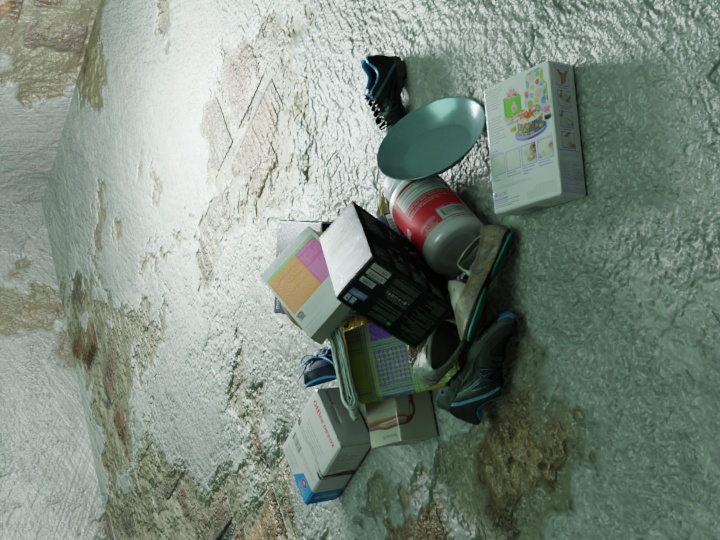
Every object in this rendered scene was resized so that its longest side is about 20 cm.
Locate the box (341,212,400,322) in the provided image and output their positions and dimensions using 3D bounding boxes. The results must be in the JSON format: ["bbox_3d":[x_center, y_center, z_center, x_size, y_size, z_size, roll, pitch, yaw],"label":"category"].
[{"bbox_3d":[0.000,0.000,1.612,0.199,0.036,0.144,-25,87,31],"label":"box"}]

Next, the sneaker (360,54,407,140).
[{"bbox_3d":[0.042,-0.302,1.652,0.073,0.081,0.202,-20,74,53],"label":"sneaker"}]

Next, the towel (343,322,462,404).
[{"bbox_3d":[0.077,0.145,1.542,0.199,0.023,0.145,-16,75,13],"label":"towel"}]

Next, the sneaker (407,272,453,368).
[{"bbox_3d":[0.128,0.076,1.504,0.070,0.075,0.201,143,141,-62],"label":"sneaker"}]

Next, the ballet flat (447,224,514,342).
[{"bbox_3d":[0.177,0.016,1.396,0.067,0.068,0.201,20,72,18],"label":"ballet flat"}]

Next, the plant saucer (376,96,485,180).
[{"bbox_3d":[0.123,-0.211,1.493,0.200,0.039,0.202,-21,39,18],"label":"plant saucer"}]

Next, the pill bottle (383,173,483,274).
[{"bbox_3d":[0.119,-0.094,1.504,0.200,0.112,0.113,56,133,41],"label":"pill bottle"}]

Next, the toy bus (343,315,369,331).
[{"bbox_3d":[0.009,0.134,1.713,0.078,0.065,0.202,-4,86,55],"label":"toy bus"}]

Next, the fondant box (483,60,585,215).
[{"bbox_3d":[0.260,-0.195,1.340,0.144,0.058,0.202,-14,79,56],"label":"fondant box"}]

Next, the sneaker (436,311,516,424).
[{"bbox_3d":[0.203,0.155,1.419,0.082,0.073,0.201,34,115,11],"label":"sneaker"}]

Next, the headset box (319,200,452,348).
[{"bbox_3d":[0.035,0.000,1.434,0.093,0.174,0.200,-47,29,17],"label":"headset box"}]

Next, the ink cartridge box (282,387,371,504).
[{"bbox_3d":[-0.070,0.356,1.812,0.201,0.084,0.146,-60,43,36],"label":"ink cartridge box"}]

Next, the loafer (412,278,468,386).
[{"bbox_3d":[0.148,0.094,1.424,0.201,0.070,0.070,-63,3,-27],"label":"loafer"}]

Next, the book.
[{"bbox_3d":[-0.082,0.020,1.569,0.134,0.048,0.200,-49,43,5],"label":"book"}]

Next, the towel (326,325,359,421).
[{"bbox_3d":[-0.031,0.191,1.598,0.200,0.030,0.150,88,171,-74],"label":"towel"}]

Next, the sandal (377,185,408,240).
[{"bbox_3d":[0.078,-0.059,1.623,0.080,0.054,0.201,147,103,-73],"label":"sandal"}]

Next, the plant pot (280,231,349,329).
[{"bbox_3d":[-0.089,0.025,1.716,0.199,0.027,0.202,1,92,33],"label":"plant pot"}]

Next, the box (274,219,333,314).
[{"bbox_3d":[-0.089,-0.002,1.827,0.182,0.104,0.202,8,96,55],"label":"box"}]

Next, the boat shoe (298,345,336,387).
[{"bbox_3d":[-0.079,0.187,1.745,0.200,0.084,0.069,31,-137,-84],"label":"boat shoe"}]

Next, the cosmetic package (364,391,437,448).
[{"bbox_3d":[0.063,0.213,1.609,0.103,0.087,0.202,-31,64,51],"label":"cosmetic package"}]
